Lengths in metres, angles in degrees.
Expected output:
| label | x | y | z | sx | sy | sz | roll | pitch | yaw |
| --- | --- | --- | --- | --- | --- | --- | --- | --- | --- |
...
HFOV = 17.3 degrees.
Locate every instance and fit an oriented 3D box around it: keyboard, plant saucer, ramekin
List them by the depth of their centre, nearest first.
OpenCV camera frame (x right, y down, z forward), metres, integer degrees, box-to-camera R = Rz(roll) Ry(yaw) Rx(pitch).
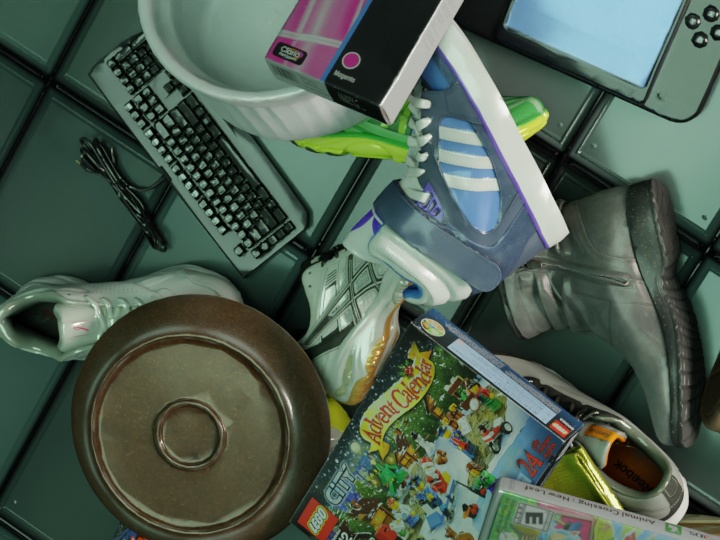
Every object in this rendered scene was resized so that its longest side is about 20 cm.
| label | x | y | z | sx | sy | sz | roll | pitch | yaw |
| --- | --- | --- | --- | --- | --- | --- | --- | --- | --- |
| ramekin | -0.049 | -0.190 | 1.688 | 0.200 | 0.098 | 0.201 | -6 | 66 | 14 |
| plant saucer | -0.122 | 0.118 | 1.751 | 0.200 | 0.034 | 0.200 | 2 | 101 | 10 |
| keyboard | -0.142 | -0.079 | 1.813 | 0.127 | 0.021 | 0.200 | -39 | 86 | 19 |

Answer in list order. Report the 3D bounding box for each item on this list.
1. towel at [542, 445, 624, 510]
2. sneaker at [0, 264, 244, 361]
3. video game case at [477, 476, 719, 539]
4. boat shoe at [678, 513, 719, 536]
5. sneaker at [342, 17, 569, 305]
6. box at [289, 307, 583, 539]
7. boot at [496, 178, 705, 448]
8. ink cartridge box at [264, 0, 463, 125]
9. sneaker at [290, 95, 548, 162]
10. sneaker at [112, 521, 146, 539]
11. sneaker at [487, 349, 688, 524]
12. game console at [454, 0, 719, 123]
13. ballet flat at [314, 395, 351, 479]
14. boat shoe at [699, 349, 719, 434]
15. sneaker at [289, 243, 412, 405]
| label | x | y | z | sx | sy | sz | roll | pitch | yaw |
| --- | --- | --- | --- | --- | --- | --- | --- | --- | --- |
| towel | 0.172 | 0.223 | 1.690 | 0.086 | 0.018 | 0.200 | -27 | 101 | 26 |
| sneaker | -0.188 | 0.042 | 1.804 | 0.200 | 0.099 | 0.078 | -6 | 96 | 17 |
| video game case | 0.158 | 0.251 | 1.664 | 0.182 | 0.022 | 0.200 | 16 | 120 | 1 |
| boat shoe | 0.295 | 0.212 | 1.699 | 0.200 | 0.076 | 0.072 | -6 | 97 | 18 |
| sneaker | 0.041 | -0.070 | 1.644 | 0.146 | 0.081 | 0.200 | -28 | 108 | 5 |
| box | 0.051 | 0.145 | 1.684 | 0.137 | 0.038 | 0.200 | 37 | 120 | 12 |
| boot | 0.173 | 0.037 | 1.720 | 0.132 | 0.070 | 0.200 | -11 | 85 | 21 |
| ink cartridge box | 0.025 | -0.201 | 1.600 | 0.095 | 0.037 | 0.200 | 24 | 73 | 24 |
| sneaker | 0.037 | -0.123 | 1.723 | 0.200 | 0.074 | 0.084 | 4 | 104 | 16 |
| sneaker | -0.142 | 0.180 | 1.825 | 0.075 | 0.078 | 0.200 | 35 | 107 | 9 |
| sneaker | 0.151 | 0.113 | 1.711 | 0.200 | 0.079 | 0.074 | 31 | 74 | 15 |
| game console | 0.168 | -0.211 | 1.646 | 0.200 | 0.118 | 0.171 | 25 | 105 | 12 |
| ballet flat | -0.012 | 0.175 | 1.788 | 0.067 | 0.067 | 0.200 | -21 | 95 | -11 |
| boat shoe | 0.312 | 0.029 | 1.676 | 0.075 | 0.075 | 0.202 | 20 | 106 | -9 |
| sneaker | 0.000 | 0.000 | 1.754 | 0.088 | 0.076 | 0.200 | 28 | 105 | 10 |
